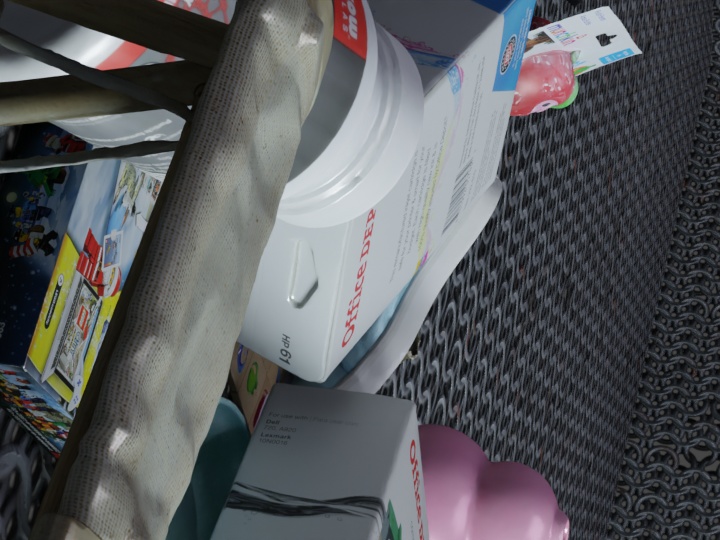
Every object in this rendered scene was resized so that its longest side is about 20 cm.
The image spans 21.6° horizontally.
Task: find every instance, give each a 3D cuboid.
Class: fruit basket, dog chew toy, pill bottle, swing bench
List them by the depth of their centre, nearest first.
[{"bbox_3d":[-0.119,0.005,0.537,0.130,0.198,0.200,76,27,-56],"label":"swing bench"},{"bbox_3d":[-0.064,-0.093,0.749,0.200,0.115,0.117,28,70,-53],"label":"pill bottle"},{"bbox_3d":[0.030,0.148,1.171,0.124,0.198,0.126,9,90,-75],"label":"dog chew toy"},{"bbox_3d":[0.077,-0.111,1.198,0.185,0.199,0.094,10,67,-76],"label":"fruit basket"}]

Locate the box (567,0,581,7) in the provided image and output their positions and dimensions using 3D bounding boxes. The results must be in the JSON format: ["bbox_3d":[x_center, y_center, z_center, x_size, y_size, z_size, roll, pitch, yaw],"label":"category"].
[{"bbox_3d":[0.050,-0.237,1.058,0.050,0.198,0.200,-50,169,11],"label":"box"}]

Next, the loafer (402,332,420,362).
[{"bbox_3d":[0.048,-0.025,1.391,0.075,0.069,0.202,24,75,-74],"label":"loafer"}]

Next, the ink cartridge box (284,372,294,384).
[{"bbox_3d":[-0.053,-0.037,1.074,0.201,0.042,0.120,76,26,-51],"label":"ink cartridge box"}]

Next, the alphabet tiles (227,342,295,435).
[{"bbox_3d":[-0.033,0.012,1.093,0.168,0.007,0.201,78,26,-55],"label":"alphabet tiles"}]

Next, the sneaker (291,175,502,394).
[{"bbox_3d":[0.000,0.000,1.102,0.201,0.082,0.074,-58,-161,-23],"label":"sneaker"}]

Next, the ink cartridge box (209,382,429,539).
[{"bbox_3d":[-0.026,0.177,0.951,0.201,0.084,0.147,-69,159,-47],"label":"ink cartridge box"}]

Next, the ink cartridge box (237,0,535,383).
[{"bbox_3d":[0.003,-0.062,0.963,0.200,0.084,0.145,-50,158,-44],"label":"ink cartridge box"}]

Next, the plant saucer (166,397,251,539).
[{"bbox_3d":[-0.094,0.160,0.919,0.200,0.036,0.202,5,90,-76],"label":"plant saucer"}]

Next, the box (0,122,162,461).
[{"bbox_3d":[-0.115,-0.026,0.848,0.137,0.037,0.201,66,35,-64],"label":"box"}]
